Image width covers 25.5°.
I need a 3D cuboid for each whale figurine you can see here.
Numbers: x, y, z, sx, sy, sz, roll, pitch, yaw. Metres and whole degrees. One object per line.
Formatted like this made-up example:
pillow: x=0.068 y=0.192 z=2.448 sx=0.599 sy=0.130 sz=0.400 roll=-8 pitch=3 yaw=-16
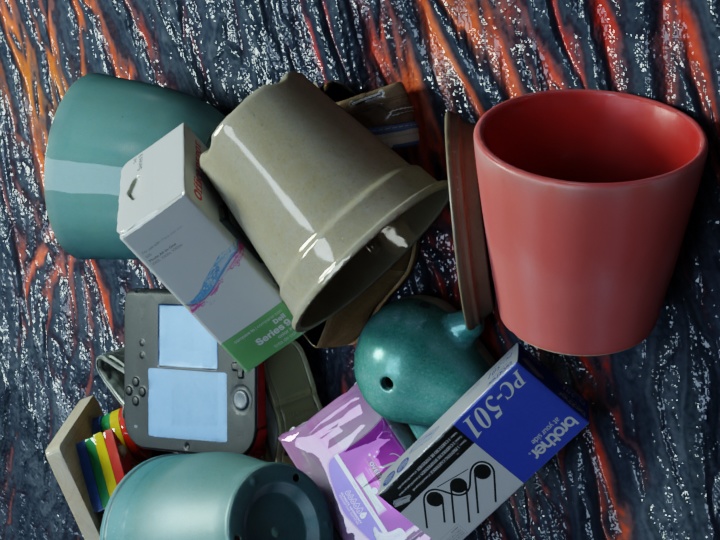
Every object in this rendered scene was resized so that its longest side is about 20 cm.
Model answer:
whale figurine: x=0.080 y=0.112 z=1.555 sx=0.199 sy=0.104 sz=0.160 roll=33 pitch=121 yaw=21

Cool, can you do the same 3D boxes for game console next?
game console: x=-0.183 y=0.110 z=1.732 sx=0.199 sy=0.031 sz=0.179 roll=1 pitch=95 yaw=37

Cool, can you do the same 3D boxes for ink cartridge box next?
ink cartridge box: x=0.116 y=0.169 z=1.510 sx=0.094 sy=0.044 sz=0.200 roll=39 pitch=113 yaw=-10
ink cartridge box: x=-0.144 y=-0.023 z=1.561 sx=0.087 sy=0.146 sz=0.200 roll=-34 pitch=119 yaw=14

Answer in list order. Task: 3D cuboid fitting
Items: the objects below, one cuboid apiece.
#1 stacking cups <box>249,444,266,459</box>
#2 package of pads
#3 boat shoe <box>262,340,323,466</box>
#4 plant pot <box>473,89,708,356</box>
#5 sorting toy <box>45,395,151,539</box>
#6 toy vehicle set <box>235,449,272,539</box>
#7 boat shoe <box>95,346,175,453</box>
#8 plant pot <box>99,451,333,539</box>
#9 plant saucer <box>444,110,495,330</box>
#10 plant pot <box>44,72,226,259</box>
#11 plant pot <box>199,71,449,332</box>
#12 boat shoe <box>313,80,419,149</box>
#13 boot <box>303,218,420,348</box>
stacking cups: x=-0.162 y=0.126 z=1.779 sx=0.060 sy=0.060 sz=0.201 roll=-40 pitch=67 yaw=40
package of pads: x=0.018 y=0.217 z=1.636 sx=0.120 sy=0.076 sz=0.201 roll=-37 pitch=77 yaw=13
boat shoe: x=-0.071 y=0.172 z=1.729 sx=0.068 sy=0.074 sz=0.202 roll=161 pitch=99 yaw=-73
plant pot: x=0.193 y=-0.038 z=1.371 sx=0.199 sy=0.200 sz=0.179 roll=22 pitch=126 yaw=34
sorting toy: x=-0.275 y=0.255 z=1.854 sx=0.069 sy=0.200 sz=0.200 roll=-21 pitch=101 yaw=7
toy vehicle set: x=-0.131 y=0.251 z=1.828 sx=0.124 sy=0.026 sz=0.202 roll=-7 pitch=97 yaw=42
boat shoe: x=-0.244 y=0.160 z=1.844 sx=0.200 sy=0.070 sz=0.073 roll=42 pitch=135 yaw=42
plant pot: x=-0.134 y=0.273 z=1.623 sx=0.187 sy=0.199 sz=0.202 roll=-21 pitch=88 yaw=47
plant saucer: x=0.101 y=-0.046 z=1.456 sx=0.029 sy=0.200 sz=0.202 roll=-6 pitch=100 yaw=7
plant pot: x=-0.218 y=-0.103 z=1.699 sx=0.159 sy=0.201 sz=0.203 roll=7 pitch=108 yaw=18
plant pot: x=-0.045 y=-0.077 z=1.497 sx=0.184 sy=0.200 sz=0.201 roll=48 pitch=128 yaw=10
boat shoe: x=-0.028 y=-0.154 z=1.605 sx=0.198 sy=0.072 sz=0.073 roll=-2 pitch=96 yaw=31
boot: x=0.000 y=0.000 z=1.614 sx=0.074 sy=0.075 sz=0.201 roll=40 pitch=123 yaw=28
